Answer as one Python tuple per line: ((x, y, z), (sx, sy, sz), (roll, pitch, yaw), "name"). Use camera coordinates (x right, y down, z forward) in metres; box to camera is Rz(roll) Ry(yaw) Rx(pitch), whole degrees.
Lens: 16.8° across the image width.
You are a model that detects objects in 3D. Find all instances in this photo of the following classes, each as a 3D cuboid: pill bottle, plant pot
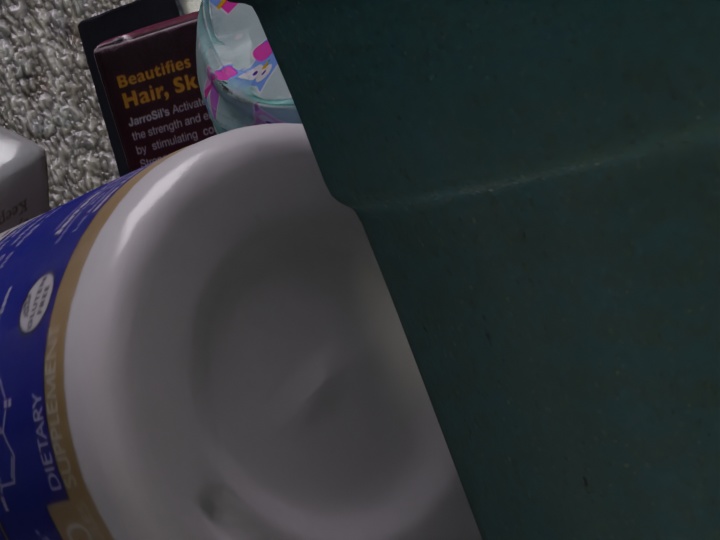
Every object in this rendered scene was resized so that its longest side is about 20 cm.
((-0.060, 0.043, 0.611), (0.119, 0.120, 0.200), (-19, 0, -35), "pill bottle")
((0.094, 0.009, 0.475), (0.199, 0.197, 0.200), (-16, 6, 2), "plant pot")

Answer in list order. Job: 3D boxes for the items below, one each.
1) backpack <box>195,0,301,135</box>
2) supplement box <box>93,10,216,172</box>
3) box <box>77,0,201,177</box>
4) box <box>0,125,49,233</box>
((0.057, -0.064, 0.676), (0.200, 0.127, 0.167), (-31, 25, 4), "backpack")
((0.000, 0.000, 0.839), (0.110, 0.201, 0.086), (-14, 5, 29), "supplement box")
((-0.004, -0.044, 1.101), (0.182, 0.201, 0.104), (-19, 6, -29), "box")
((-0.235, 0.033, 0.819), (0.200, 0.172, 0.199), (27, 44, 31), "box")
